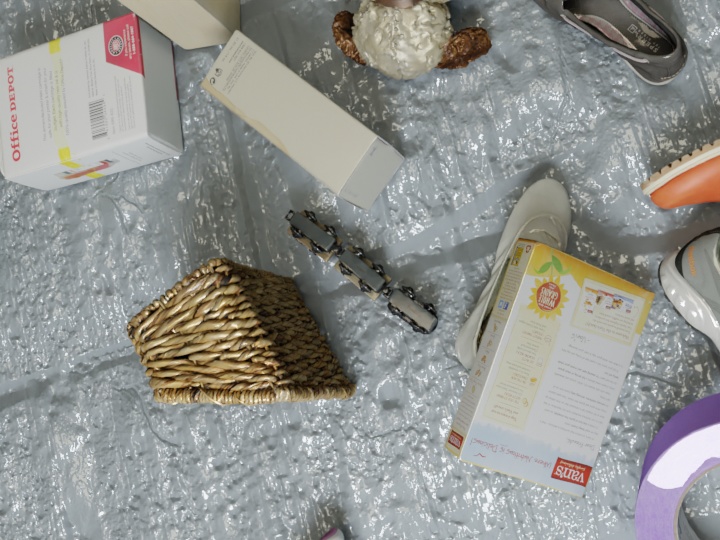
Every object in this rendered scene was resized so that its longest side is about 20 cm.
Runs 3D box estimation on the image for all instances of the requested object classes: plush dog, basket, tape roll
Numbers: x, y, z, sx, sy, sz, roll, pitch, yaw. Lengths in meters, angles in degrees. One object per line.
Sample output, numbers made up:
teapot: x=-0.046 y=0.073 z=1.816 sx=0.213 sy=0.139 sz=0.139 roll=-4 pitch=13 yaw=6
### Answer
plush dog: x=0.050 y=-0.281 z=0.817 sx=0.196 sy=0.160 sz=0.175 roll=11 pitch=114 yaw=20
basket: x=-0.117 y=0.095 z=0.787 sx=0.142 sy=0.200 sz=0.151 roll=-34 pitch=76 yaw=10
tape roll: x=0.330 y=0.204 z=0.668 sx=0.196 sy=0.065 sz=0.205 roll=6 pitch=105 yaw=23

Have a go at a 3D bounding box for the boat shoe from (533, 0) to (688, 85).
boat shoe: x=0.234 y=-0.258 z=0.787 sx=0.200 sy=0.057 sz=0.067 roll=44 pitch=98 yaw=17

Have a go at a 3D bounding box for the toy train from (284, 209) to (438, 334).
toy train: x=0.000 y=0.000 z=0.842 sx=0.199 sy=0.046 sz=0.034 roll=38 pitch=84 yaw=15

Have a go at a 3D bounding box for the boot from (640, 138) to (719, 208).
boot: x=0.356 y=-0.070 z=0.722 sx=0.196 sy=0.075 sz=0.110 roll=-13 pitch=85 yaw=15

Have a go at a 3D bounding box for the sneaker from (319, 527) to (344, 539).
sneaker: x=-0.063 y=0.359 z=0.810 sx=0.088 sy=0.080 sz=0.201 roll=42 pitch=96 yaw=9

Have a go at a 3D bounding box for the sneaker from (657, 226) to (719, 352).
sneaker: x=0.346 y=0.050 z=0.695 sx=0.201 sy=0.073 sz=0.080 roll=51 pitch=138 yaw=15

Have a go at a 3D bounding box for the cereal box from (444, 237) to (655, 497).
cereal box: x=0.173 y=0.090 z=0.739 sx=0.142 sy=0.039 sz=0.204 roll=21 pitch=90 yaw=-21

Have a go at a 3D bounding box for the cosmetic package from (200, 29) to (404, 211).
cosmetic package: x=-0.059 y=-0.155 z=0.848 sx=0.199 sy=0.103 sz=0.074 roll=40 pitch=98 yaw=19

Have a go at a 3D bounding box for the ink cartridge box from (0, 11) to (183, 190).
ink cartridge box: x=-0.316 y=-0.190 z=0.944 sx=0.196 sy=0.083 sz=0.149 roll=-11 pitch=80 yaw=16

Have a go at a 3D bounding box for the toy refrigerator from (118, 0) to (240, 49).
toy refrigerator: x=-0.203 y=-0.308 z=0.859 sx=0.074 sy=0.200 sz=0.072 roll=-4 pitch=82 yaw=18

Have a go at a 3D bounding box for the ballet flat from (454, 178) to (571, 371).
ballet flat: x=0.155 y=0.010 z=0.776 sx=0.069 sy=0.069 sz=0.203 roll=28 pitch=94 yaw=18
